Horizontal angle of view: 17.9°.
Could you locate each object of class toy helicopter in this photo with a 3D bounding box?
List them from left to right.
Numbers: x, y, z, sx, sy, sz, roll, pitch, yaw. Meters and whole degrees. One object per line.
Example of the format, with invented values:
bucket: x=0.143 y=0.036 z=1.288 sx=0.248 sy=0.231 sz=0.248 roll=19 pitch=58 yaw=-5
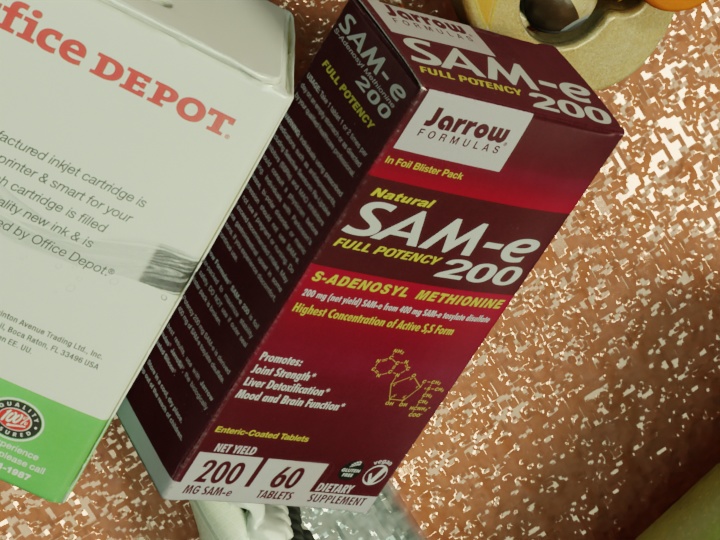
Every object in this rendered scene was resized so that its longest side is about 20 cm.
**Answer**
toy helicopter: x=0.039 y=-0.122 z=0.884 sx=0.199 sy=0.079 sz=0.133 roll=19 pitch=112 yaw=-33

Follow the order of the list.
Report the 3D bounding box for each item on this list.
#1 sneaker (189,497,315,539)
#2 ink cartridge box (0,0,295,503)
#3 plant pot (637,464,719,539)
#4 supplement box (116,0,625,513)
sneaker: x=-0.041 y=0.164 z=0.946 sx=0.081 sy=0.075 sz=0.201 roll=-20 pitch=103 yaw=3
ink cartridge box: x=-0.130 y=-0.034 z=0.852 sx=0.145 sy=0.084 sz=0.200 roll=26 pitch=115 yaw=-14
plant pot: x=0.184 y=0.148 z=0.925 sx=0.184 sy=0.200 sz=0.201 roll=-37 pitch=105 yaw=9
supplement box: x=0.000 y=0.000 z=0.871 sx=0.108 sy=0.061 sz=0.200 roll=8 pitch=124 yaw=-40
